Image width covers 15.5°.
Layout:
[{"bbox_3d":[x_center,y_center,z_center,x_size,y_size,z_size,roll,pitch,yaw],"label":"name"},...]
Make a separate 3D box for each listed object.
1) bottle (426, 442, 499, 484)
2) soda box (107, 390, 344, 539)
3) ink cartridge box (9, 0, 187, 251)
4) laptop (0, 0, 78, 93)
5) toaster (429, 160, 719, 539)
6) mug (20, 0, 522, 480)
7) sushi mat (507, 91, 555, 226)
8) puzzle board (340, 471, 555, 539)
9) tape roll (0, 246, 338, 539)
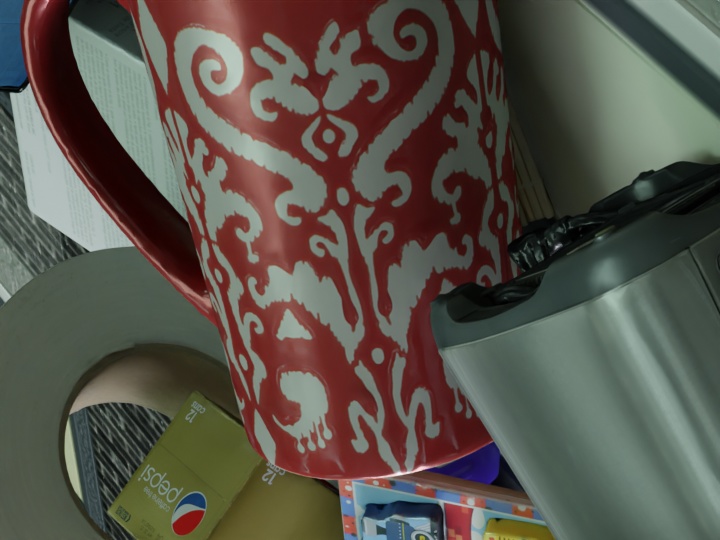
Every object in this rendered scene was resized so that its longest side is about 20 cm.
[{"bbox_3d":[0.000,0.000,1.063,0.083,0.065,0.201,31,141,59],"label":"bottle"},{"bbox_3d":[-0.007,0.132,1.105,0.200,0.064,0.068,39,176,-36],"label":"soda box"},{"bbox_3d":[-0.084,-0.051,1.251,0.199,0.047,0.161,31,144,26],"label":"ink cartridge box"},{"bbox_3d":[-0.165,-0.195,1.148,0.187,0.115,0.201,12,125,62],"label":"laptop"},{"bbox_3d":[0.105,0.037,0.807,0.130,0.113,0.200,61,159,-2],"label":"toaster"},{"bbox_3d":[-0.017,-0.046,0.930,0.177,0.133,0.201,21,130,52],"label":"mug"},{"bbox_3d":[-0.003,-0.099,0.969,0.095,0.012,0.201,-16,103,31],"label":"sushi mat"},{"bbox_3d":[0.069,0.160,1.025,0.150,0.017,0.201,11,135,17],"label":"puzzle board"},{"bbox_3d":[-0.094,0.092,1.184,0.203,0.202,0.071,59,148,9],"label":"tape roll"}]
